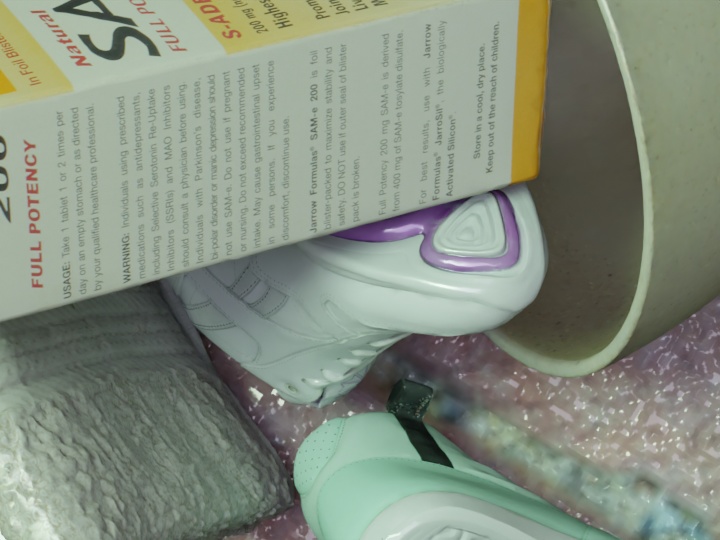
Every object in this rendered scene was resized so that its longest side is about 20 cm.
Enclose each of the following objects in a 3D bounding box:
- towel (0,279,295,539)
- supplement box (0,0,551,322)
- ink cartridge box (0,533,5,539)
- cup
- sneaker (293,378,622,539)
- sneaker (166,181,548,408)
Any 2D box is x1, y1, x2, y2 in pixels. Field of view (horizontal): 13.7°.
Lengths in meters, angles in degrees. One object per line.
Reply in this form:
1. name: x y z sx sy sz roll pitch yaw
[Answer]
1. towel: -0.088 0.035 0.975 0.034 0.200 0.133 -35 83 15
2. supplement box: -0.060 -0.063 0.895 0.200 0.126 0.074 -16 126 -25
3. ink cartridge box: -0.134 0.141 1.009 0.125 0.129 0.201 -17 85 7
4. cup: 0.097 -0.083 0.974 0.143 0.200 0.201 -20 83 -21
5. sneaker: 0.068 0.105 1.014 0.200 0.118 0.074 30 98 -27
6. sneaker: 0.000 0.000 0.984 0.075 0.200 0.100 -35 117 -26
